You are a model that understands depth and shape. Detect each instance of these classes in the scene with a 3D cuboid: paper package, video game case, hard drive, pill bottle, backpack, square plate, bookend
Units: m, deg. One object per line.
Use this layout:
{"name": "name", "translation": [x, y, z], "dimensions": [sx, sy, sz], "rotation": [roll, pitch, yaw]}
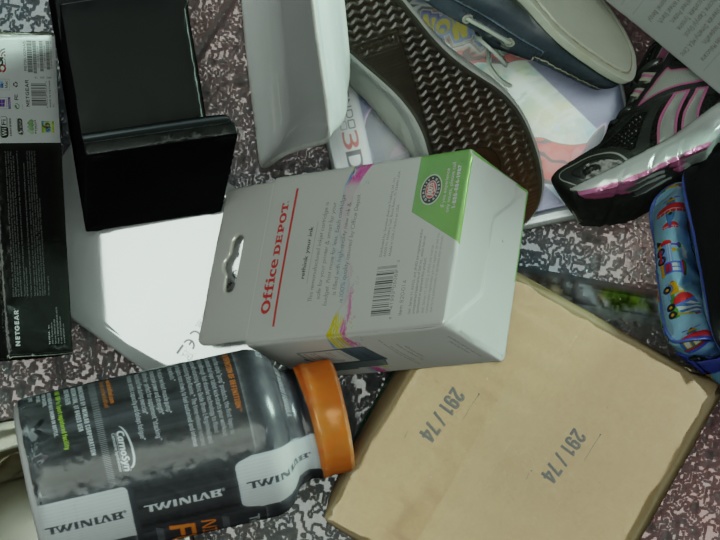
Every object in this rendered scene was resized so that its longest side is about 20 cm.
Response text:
{"name": "paper package", "translation": [0.101, 0.113, 1.641], "dimensions": [0.190, 0.103, 0.201], "rotation": [29, 90, 3]}
{"name": "video game case", "translation": [0.072, -0.112, 1.686], "dimensions": [0.199, 0.023, 0.183], "rotation": [-12, 89, 1]}
{"name": "hard drive", "translation": [-0.123, -0.003, 1.686], "dimensions": [0.200, 0.027, 0.132], "rotation": [35, 89, 1]}
{"name": "pill bottle", "translation": [-0.106, 0.109, 1.575], "dimensions": [0.199, 0.106, 0.107], "rotation": [-12, 88, -5]}
{"name": "backpack", "translation": [0.290, 0.023, 1.608], "dimensions": [0.134, 0.183, 0.200], "rotation": [-32, 130, 27]}
{"name": "square plate", "translation": [-0.042, -0.172, 1.608], "dimensions": [0.028, 0.198, 0.201], "rotation": [-5, 89, -15]}
{"name": "bookend", "translation": [-0.141, -0.146, 1.586], "dimensions": [0.092, 0.199, 0.201], "rotation": [-9, 78, -8]}

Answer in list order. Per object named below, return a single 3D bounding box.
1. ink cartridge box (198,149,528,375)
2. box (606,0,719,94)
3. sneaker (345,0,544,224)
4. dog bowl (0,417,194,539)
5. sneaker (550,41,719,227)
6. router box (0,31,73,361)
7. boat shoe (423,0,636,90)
{"name": "ink cartridge box", "translation": [0.000, 0.000, 1.607], "dimensions": [0.199, 0.067, 0.118], "rotation": [-6, 65, 38]}
{"name": "box", "translation": [0.270, -0.237, 1.568], "dimensions": [0.131, 0.200, 0.199], "rotation": [40, 65, 2]}
{"name": "sneaker", "translation": [0.045, -0.113, 1.649], "dimensions": [0.073, 0.085, 0.200], "rotation": [-39, 110, -4]}
{"name": "dog bowl", "translation": [-0.201, 0.194, 1.661], "dimensions": [0.199, 0.074, 0.201], "rotation": [0, 88, 2]}
{"name": "sneaker", "translation": [0.199, -0.103, 1.656], "dimensions": [0.199, 0.080, 0.087], "rotation": [-28, 72, -22]}
{"name": "router box", "translation": [-0.241, -0.042, 1.630], "dimensions": [0.051, 0.149, 0.201], "rotation": [-2, 88, -34]}
{"name": "boat shoe", "translation": [0.087, -0.168, 1.611], "dimensions": [0.199, 0.075, 0.062], "rotation": [29, 129, -27]}
